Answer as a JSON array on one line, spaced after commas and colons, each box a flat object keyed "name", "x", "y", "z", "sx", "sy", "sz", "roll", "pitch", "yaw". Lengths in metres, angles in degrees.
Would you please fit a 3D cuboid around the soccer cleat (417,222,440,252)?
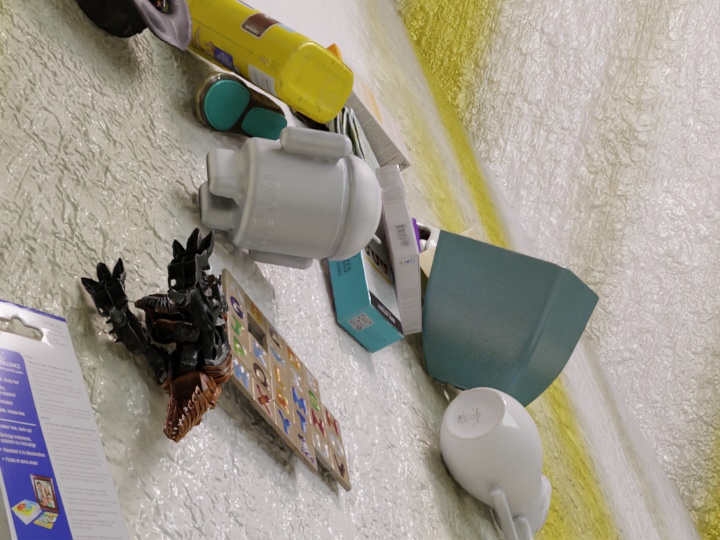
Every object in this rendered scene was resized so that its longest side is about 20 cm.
[{"name": "soccer cleat", "x": 0.124, "y": -0.003, "z": 1.698, "sx": 0.086, "sy": 0.070, "sz": 0.201, "roll": 27, "pitch": 28, "yaw": -36}]

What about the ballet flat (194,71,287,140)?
[{"name": "ballet flat", "x": -0.156, "y": -0.200, "z": 1.222, "sx": 0.071, "sy": 0.071, "sz": 0.200, "roll": 62, "pitch": 17, "yaw": 16}]

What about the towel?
[{"name": "towel", "x": 0.009, "y": -0.132, "z": 1.552, "sx": 0.172, "sy": 0.048, "sz": 0.200, "roll": -102, "pitch": 167, "yaw": -49}]

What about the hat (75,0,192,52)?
[{"name": "hat", "x": -0.259, "y": -0.306, "z": 1.070, "sx": 0.201, "sy": 0.081, "sz": 0.201, "roll": 59, "pitch": 15, "yaw": -27}]

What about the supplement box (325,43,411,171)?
[{"name": "supplement box", "x": -0.008, "y": -0.249, "z": 1.650, "sx": 0.200, "sy": 0.073, "sz": 0.126, "roll": 48, "pitch": 18, "yaw": -35}]

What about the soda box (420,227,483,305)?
[{"name": "soda box", "x": 0.127, "y": -0.003, "z": 1.568, "sx": 0.068, "sy": 0.064, "sz": 0.200, "roll": 56, "pitch": 36, "yaw": 6}]

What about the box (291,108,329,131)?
[{"name": "box", "x": -0.094, "y": -0.301, "z": 1.664, "sx": 0.163, "sy": 0.021, "sz": 0.201, "roll": 32, "pitch": 31, "yaw": -58}]

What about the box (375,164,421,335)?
[{"name": "box", "x": 0.052, "y": -0.023, "z": 1.362, "sx": 0.200, "sy": 0.036, "sz": 0.145, "roll": 85, "pitch": -5, "yaw": -58}]

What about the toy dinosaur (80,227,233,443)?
[{"name": "toy dinosaur", "x": -0.128, "y": 0.050, "z": 0.772, "sx": 0.200, "sy": 0.102, "sz": 0.136, "roll": 43, "pitch": -21, "yaw": 55}]

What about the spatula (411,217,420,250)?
[{"name": "spatula", "x": 0.075, "y": -0.050, "z": 1.598, "sx": 0.200, "sy": 0.020, "sz": 0.057, "roll": 174, "pitch": -91, "yaw": -83}]

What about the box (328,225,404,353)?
[{"name": "box", "x": 0.000, "y": 0.000, "z": 1.292, "sx": 0.082, "sy": 0.049, "sz": 0.201, "roll": 45, "pitch": 24, "yaw": -41}]

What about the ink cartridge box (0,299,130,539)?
[{"name": "ink cartridge box", "x": -0.184, "y": 0.109, "z": 0.578, "sx": 0.095, "sy": 0.037, "sz": 0.201, "roll": 28, "pitch": 35, "yaw": -59}]

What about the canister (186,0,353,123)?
[{"name": "canister", "x": -0.119, "y": -0.266, "z": 1.243, "sx": 0.200, "sy": 0.087, "sz": 0.148, "roll": 34, "pitch": 6, "yaw": 30}]

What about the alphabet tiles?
[{"name": "alphabet tiles", "x": -0.067, "y": 0.110, "z": 0.941, "sx": 0.200, "sy": 0.008, "sz": 0.167, "roll": 54, "pitch": 11, "yaw": -30}]

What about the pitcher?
[{"name": "pitcher", "x": 0.175, "y": 0.257, "z": 1.260, "sx": 0.172, "sy": 0.121, "sz": 0.200, "roll": -89, "pitch": 156, "yaw": -50}]

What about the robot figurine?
[{"name": "robot figurine", "x": -0.064, "y": -0.071, "z": 1.051, "sx": 0.199, "sy": 0.170, "sz": 0.113, "roll": 7, "pitch": 41, "yaw": -17}]

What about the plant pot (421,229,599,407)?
[{"name": "plant pot", "x": 0.195, "y": 0.083, "z": 1.442, "sx": 0.196, "sy": 0.201, "sz": 0.196, "roll": 18, "pitch": -5, "yaw": 29}]
